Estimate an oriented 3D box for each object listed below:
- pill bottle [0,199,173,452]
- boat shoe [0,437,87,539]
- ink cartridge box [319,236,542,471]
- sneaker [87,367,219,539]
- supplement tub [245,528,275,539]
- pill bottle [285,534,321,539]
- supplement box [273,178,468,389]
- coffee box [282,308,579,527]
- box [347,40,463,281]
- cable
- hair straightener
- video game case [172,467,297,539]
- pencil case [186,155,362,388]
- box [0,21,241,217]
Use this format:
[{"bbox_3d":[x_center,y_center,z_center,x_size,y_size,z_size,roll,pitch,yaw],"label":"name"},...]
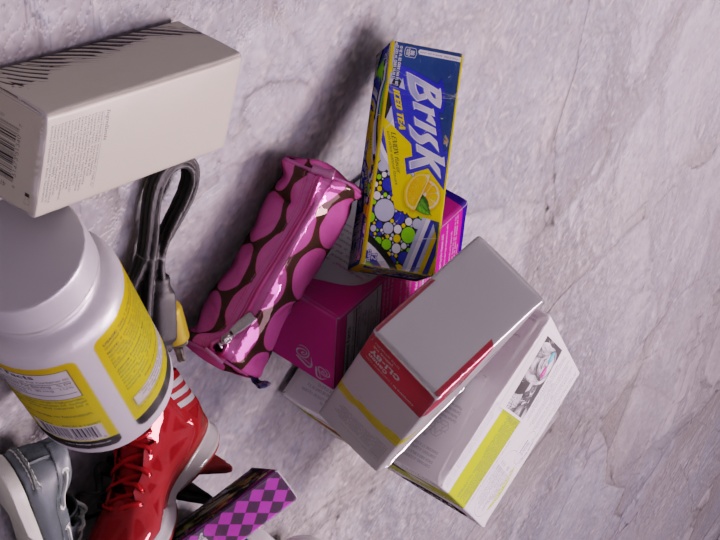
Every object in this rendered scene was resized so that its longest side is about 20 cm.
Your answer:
[{"bbox_3d":[-0.212,0.039,1.179,0.114,0.114,0.200,-51,153,-20],"label":"pill bottle"},{"bbox_3d":[-0.244,0.208,1.333,0.062,0.073,0.200,-32,140,-21],"label":"boat shoe"},{"bbox_3d":[0.058,0.078,1.466,0.145,0.083,0.200,-42,171,-28],"label":"ink cartridge box"},{"bbox_3d":[-0.194,0.159,1.360,0.116,0.078,0.200,66,30,-31],"label":"sneaker"},{"bbox_3d":[-0.158,0.338,1.551,0.200,0.145,0.145,-46,151,-28],"label":"supplement tub"},{"bbox_3d":[-0.101,0.369,1.727,0.200,0.112,0.113,-32,143,-46],"label":"pill bottle"},{"bbox_3d":[0.000,0.000,1.545,0.200,0.101,0.104,-40,149,-36],"label":"supplement box"},{"bbox_3d":[0.078,0.115,1.692,0.200,0.199,0.198,-57,155,-8],"label":"coffee box"},{"bbox_3d":[0.039,-0.095,1.455,0.064,0.070,0.201,161,-62,-77],"label":"box"},{"bbox_3d":[-0.176,0.000,1.317,0.097,0.050,0.201,-14,118,-35],"label":"cable"},{"bbox_3d":[-0.189,0.202,1.473,0.200,0.041,0.077,8,109,-64],"label":"hair straightener"},{"bbox_3d":[-0.153,0.242,1.431,0.200,0.036,0.181,-36,-179,-11],"label":"video game case"},{"bbox_3d":[-0.074,-0.004,1.416,0.201,0.091,0.094,-62,168,-3],"label":"pencil case"},{"bbox_3d":[-0.174,-0.109,1.147,0.200,0.068,0.082,-26,139,-51],"label":"box"}]
